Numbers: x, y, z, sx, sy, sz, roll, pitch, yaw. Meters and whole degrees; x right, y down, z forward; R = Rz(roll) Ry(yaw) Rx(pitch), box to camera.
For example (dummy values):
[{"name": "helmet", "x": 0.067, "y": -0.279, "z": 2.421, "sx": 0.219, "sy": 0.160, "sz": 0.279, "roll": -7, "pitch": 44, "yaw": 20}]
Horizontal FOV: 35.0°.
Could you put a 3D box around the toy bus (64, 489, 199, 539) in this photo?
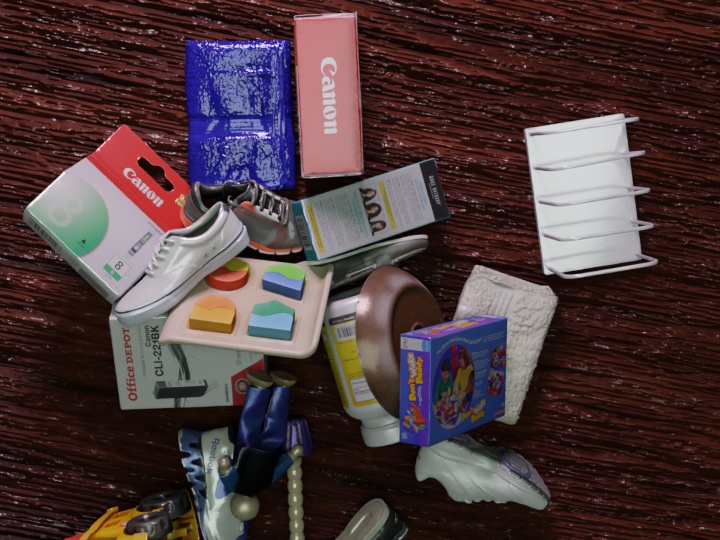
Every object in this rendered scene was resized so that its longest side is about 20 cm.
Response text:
[{"name": "toy bus", "x": -0.317, "y": 0.380, "z": 1.505, "sx": 0.190, "sy": 0.200, "sz": 0.137, "roll": -7, "pitch": 95, "yaw": 6}]

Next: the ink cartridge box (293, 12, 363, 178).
[{"name": "ink cartridge box", "x": -0.041, "y": -0.222, "z": 1.463, "sx": 0.083, "sy": 0.176, "sz": 0.203, "roll": -3, "pitch": 95, "yaw": -2}]

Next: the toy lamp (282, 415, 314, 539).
[{"name": "toy lamp", "x": -0.088, "y": 0.301, "z": 1.572, "sx": 0.057, "sy": 0.058, "sz": 0.203, "roll": -3, "pitch": 98, "yaw": -2}]

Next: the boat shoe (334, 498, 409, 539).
[{"name": "boat shoe", "x": -0.017, "y": 0.406, "z": 1.580, "sx": 0.200, "sy": 0.072, "sz": 0.068, "roll": -45, "pitch": 120, "yaw": 7}]

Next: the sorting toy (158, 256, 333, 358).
[{"name": "sorting toy", "x": -0.140, "y": 0.036, "z": 1.439, "sx": 0.197, "sy": 0.186, "sz": 0.037, "roll": 3, "pitch": 125, "yaw": 5}]

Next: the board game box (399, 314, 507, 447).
[{"name": "board game box", "x": 0.122, "y": 0.137, "z": 1.467, "sx": 0.044, "sy": 0.199, "sz": 0.136, "roll": 6, "pitch": 98, "yaw": 35}]

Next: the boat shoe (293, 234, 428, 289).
[{"name": "boat shoe", "x": 0.000, "y": 0.000, "z": 1.539, "sx": 0.198, "sy": 0.067, "sz": 0.058, "roll": -14, "pitch": 86, "yaw": 6}]

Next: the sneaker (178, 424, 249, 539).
[{"name": "sneaker", "x": -0.168, "y": 0.298, "z": 1.556, "sx": 0.114, "sy": 0.081, "sz": 0.202, "roll": -17, "pitch": 94, "yaw": 2}]

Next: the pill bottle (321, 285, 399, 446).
[{"name": "pill bottle", "x": 0.018, "y": 0.126, "z": 1.530, "sx": 0.111, "sy": 0.112, "sz": 0.202, "roll": -17, "pitch": 96, "yaw": -1}]

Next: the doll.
[{"name": "doll", "x": -0.130, "y": 0.233, "z": 1.491, "sx": 0.136, "sy": 0.048, "sz": 0.202, "roll": 4, "pitch": 104, "yaw": -44}]

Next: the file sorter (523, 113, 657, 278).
[{"name": "file sorter", "x": 0.308, "y": -0.099, "z": 1.515, "sx": 0.137, "sy": 0.125, "sz": 0.203, "roll": -9, "pitch": 95, "yaw": -2}]

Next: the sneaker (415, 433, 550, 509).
[{"name": "sneaker", "x": 0.167, "y": 0.284, "z": 1.582, "sx": 0.198, "sy": 0.075, "sz": 0.088, "roll": 25, "pitch": 106, "yaw": 2}]

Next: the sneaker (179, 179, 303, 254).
[{"name": "sneaker", "x": -0.136, "y": -0.077, "z": 1.501, "sx": 0.197, "sy": 0.082, "sz": 0.078, "roll": 4, "pitch": 55, "yaw": -12}]

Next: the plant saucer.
[{"name": "plant saucer", "x": 0.064, "y": 0.091, "z": 1.477, "sx": 0.036, "sy": 0.200, "sz": 0.203, "roll": -12, "pitch": 98, "yaw": 34}]

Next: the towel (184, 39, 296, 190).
[{"name": "towel", "x": -0.160, "y": -0.206, "z": 1.523, "sx": 0.146, "sy": 0.050, "sz": 0.203, "roll": -2, "pitch": 96, "yaw": -3}]

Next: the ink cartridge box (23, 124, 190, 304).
[{"name": "ink cartridge box", "x": -0.311, "y": -0.082, "z": 1.483, "sx": 0.161, "sy": 0.050, "sz": 0.200, "roll": 43, "pitch": 64, "yaw": -6}]

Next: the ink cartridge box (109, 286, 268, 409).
[{"name": "ink cartridge box", "x": -0.224, "y": 0.100, "z": 1.511, "sx": 0.197, "sy": 0.084, "sz": 0.146, "roll": -2, "pitch": 118, "yaw": -1}]

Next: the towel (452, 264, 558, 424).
[{"name": "towel", "x": 0.184, "y": 0.103, "z": 1.574, "sx": 0.131, "sy": 0.034, "sz": 0.202, "roll": 16, "pitch": 95, "yaw": -3}]

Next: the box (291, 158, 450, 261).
[{"name": "box", "x": 0.014, "y": -0.081, "z": 1.511, "sx": 0.198, "sy": 0.049, "sz": 0.083, "roll": -19, "pitch": 96, "yaw": -20}]

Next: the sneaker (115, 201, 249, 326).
[{"name": "sneaker", "x": -0.235, "y": -0.012, "z": 1.439, "sx": 0.200, "sy": 0.073, "sz": 0.071, "roll": -40, "pitch": 120, "yaw": -17}]
